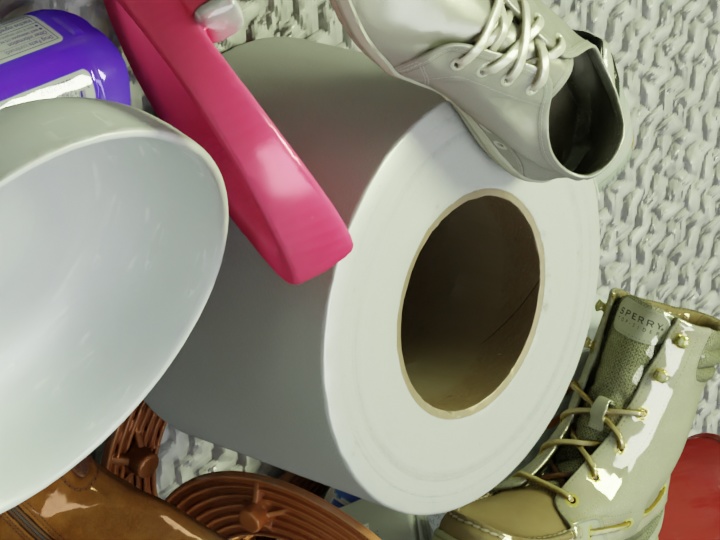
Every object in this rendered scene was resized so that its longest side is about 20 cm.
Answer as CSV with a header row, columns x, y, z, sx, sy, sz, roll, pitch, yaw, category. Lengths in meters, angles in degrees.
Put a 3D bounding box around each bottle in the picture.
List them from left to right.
x,y,z,sx,sy,sz,roll,pitch,yaw,category
-0.184,-0.042,1.060,0.200,0.065,0.084,-27,141,-38,bottle

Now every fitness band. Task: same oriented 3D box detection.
x,y,z,sx,sy,sz,roll,pitch,yaw,category
-0.063,-0.077,1.075,0.037,0.200,0.144,-32,133,-6,fitness band

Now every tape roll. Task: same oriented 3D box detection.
x,y,z,sx,sy,sz,roll,pitch,yaw,category
0.000,0.000,1.231,0.202,0.139,0.204,-20,117,-44,tape roll

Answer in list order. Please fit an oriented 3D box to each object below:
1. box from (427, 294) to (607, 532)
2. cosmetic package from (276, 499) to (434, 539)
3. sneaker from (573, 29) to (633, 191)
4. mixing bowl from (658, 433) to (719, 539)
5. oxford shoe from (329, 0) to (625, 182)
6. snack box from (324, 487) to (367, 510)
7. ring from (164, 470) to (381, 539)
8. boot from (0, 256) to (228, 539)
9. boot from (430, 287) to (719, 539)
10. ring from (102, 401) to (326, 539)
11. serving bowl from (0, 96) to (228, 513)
x,y,z,sx,sy,sz,roll,pitch,yaw,category
0.077,0.112,1.487,0.124,0.097,0.201,-7,119,-50,box
0.027,0.227,1.381,0.090,0.107,0.200,-22,119,8,cosmetic package
0.073,-0.052,1.385,0.200,0.075,0.088,-51,146,-34,sneaker
0.162,0.198,1.608,0.108,0.200,0.201,4,117,-18,mixing bowl
0.053,-0.099,1.112,0.200,0.058,0.075,41,68,-43,oxford shoe
-0.002,0.128,1.425,0.200,0.024,0.072,-65,167,25,snack box
-0.027,0.184,1.271,0.019,0.200,0.201,-42,144,-41,ring
-0.119,0.083,1.171,0.200,0.068,0.189,42,81,-31,boot
0.119,0.087,1.377,0.200,0.072,0.155,1,113,-57,boot
-0.055,0.079,1.354,0.200,0.019,0.201,-32,138,-34,ring
-0.147,0.009,1.033,0.200,0.066,0.200,-35,150,-24,serving bowl
